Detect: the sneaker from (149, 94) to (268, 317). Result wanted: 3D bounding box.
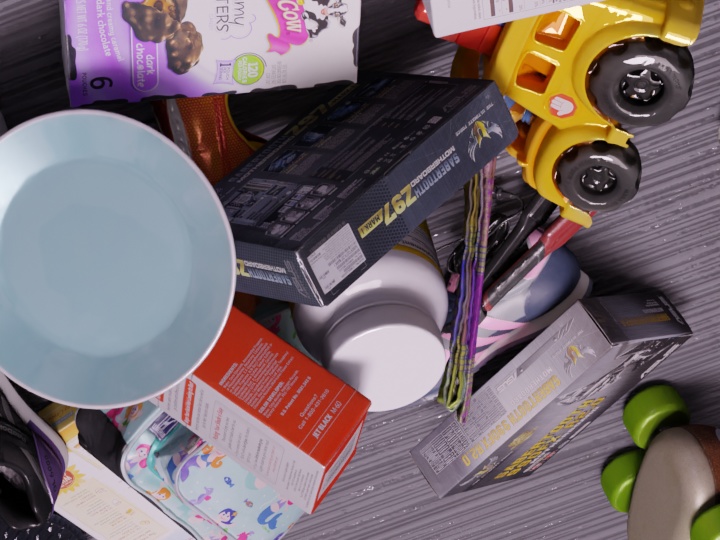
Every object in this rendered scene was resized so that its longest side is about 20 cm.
[{"bbox_3d":[-0.093,-0.053,1.591,0.077,0.073,0.201,-16,115,-15],"label":"sneaker"}]

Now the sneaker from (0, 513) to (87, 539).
[{"bbox_3d":[-0.295,0.208,1.836,0.200,0.078,0.066,39,79,-45],"label":"sneaker"}]

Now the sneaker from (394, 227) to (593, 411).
[{"bbox_3d":[0.079,0.033,1.767,0.200,0.070,0.082,-33,116,11],"label":"sneaker"}]

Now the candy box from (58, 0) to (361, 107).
[{"bbox_3d":[-0.100,-0.200,1.484,0.199,0.072,0.168,-5,134,-9],"label":"candy box"}]

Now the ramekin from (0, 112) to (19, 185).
[{"bbox_3d":[-0.327,-0.058,1.544,0.199,0.098,0.201,-7,135,-7],"label":"ramekin"}]

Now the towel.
[{"bbox_3d":[0.076,0.004,1.625,0.023,0.144,0.201,6,92,0],"label":"towel"}]

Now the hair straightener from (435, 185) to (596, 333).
[{"bbox_3d":[0.114,-0.031,1.709,0.200,0.077,0.041,-48,156,13],"label":"hair straightener"}]

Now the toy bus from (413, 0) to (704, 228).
[{"bbox_3d":[0.124,-0.150,1.562,0.191,0.136,0.200,15,131,-10],"label":"toy bus"}]

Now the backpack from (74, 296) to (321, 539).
[{"bbox_3d":[-0.092,0.101,1.706,0.200,0.150,0.178,-51,139,-8],"label":"backpack"}]

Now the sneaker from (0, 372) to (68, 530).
[{"bbox_3d":[-0.298,0.115,1.701,0.076,0.088,0.200,-36,115,20],"label":"sneaker"}]

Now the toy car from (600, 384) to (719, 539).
[{"bbox_3d":[0.334,0.191,1.919,0.199,0.165,0.158,-7,135,-21],"label":"toy car"}]

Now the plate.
[{"bbox_3d":[-0.176,-0.008,1.487,0.199,0.026,0.201,2,101,10],"label":"plate"}]

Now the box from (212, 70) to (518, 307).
[{"bbox_3d":[-0.014,-0.060,1.520,0.200,0.157,0.051,-41,120,-27],"label":"box"}]

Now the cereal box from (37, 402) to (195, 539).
[{"bbox_3d":[-0.178,0.162,1.833,0.144,0.040,0.200,-33,133,17],"label":"cereal box"}]

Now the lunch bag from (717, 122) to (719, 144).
[{"bbox_3d":[0.367,-0.150,1.626,0.163,0.118,0.201,-2,127,-13],"label":"lunch bag"}]

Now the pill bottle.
[{"bbox_3d":[0.000,0.000,1.611,0.112,0.200,0.113,-7,135,-7],"label":"pill bottle"}]

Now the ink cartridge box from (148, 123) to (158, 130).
[{"bbox_3d":[-0.197,-0.009,1.644,0.199,0.068,0.115,-30,134,13],"label":"ink cartridge box"}]

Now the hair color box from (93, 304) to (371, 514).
[{"bbox_3d":[-0.094,0.074,1.558,0.200,0.064,0.111,34,158,7],"label":"hair color box"}]

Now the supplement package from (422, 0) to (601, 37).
[{"bbox_3d":[0.121,-0.268,1.420,0.199,0.152,0.151,-13,134,-3],"label":"supplement package"}]

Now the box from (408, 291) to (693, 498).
[{"bbox_3d":[0.154,0.098,1.800,0.200,0.048,0.158,-44,161,24],"label":"box"}]
